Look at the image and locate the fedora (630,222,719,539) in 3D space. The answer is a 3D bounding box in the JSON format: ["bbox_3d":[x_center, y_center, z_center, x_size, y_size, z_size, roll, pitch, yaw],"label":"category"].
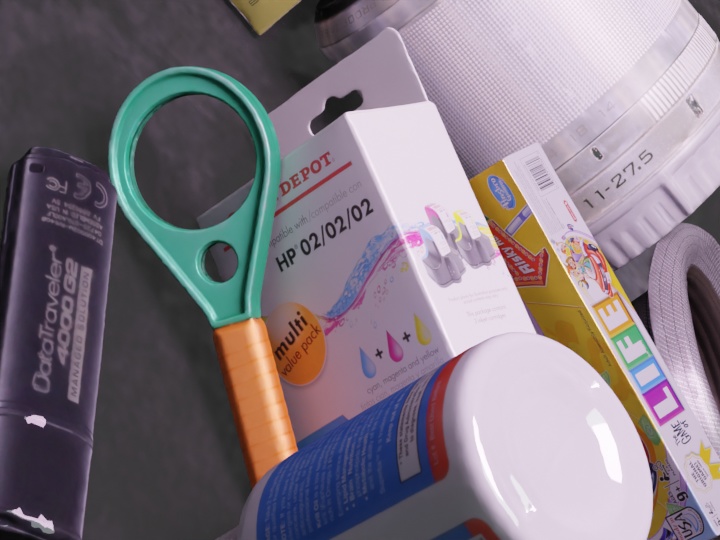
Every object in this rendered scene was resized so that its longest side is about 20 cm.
[{"bbox_3d":[0.154,0.075,1.453,0.177,0.090,0.200,62,18,-22],"label":"fedora"}]

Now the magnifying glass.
[{"bbox_3d":[-0.062,0.004,1.317,0.022,0.079,0.201,-3,77,-75],"label":"magnifying glass"}]

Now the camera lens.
[{"bbox_3d":[0.087,-0.109,1.467,0.200,0.160,0.160,49,40,-11],"label":"camera lens"}]

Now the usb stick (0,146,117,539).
[{"bbox_3d":[-0.137,0.036,1.242,0.055,0.033,0.201,23,51,-26],"label":"usb stick"}]

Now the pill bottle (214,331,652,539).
[{"bbox_3d":[0.018,0.114,1.218,0.112,0.200,0.113,25,50,-34],"label":"pill bottle"}]

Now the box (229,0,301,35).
[{"bbox_3d":[-0.022,-0.207,1.504,0.075,0.050,0.200,48,40,-10],"label":"box"}]

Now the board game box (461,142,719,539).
[{"bbox_3d":[0.080,0.058,1.372,0.034,0.134,0.200,-26,85,-50],"label":"board game box"}]

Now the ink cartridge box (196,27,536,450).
[{"bbox_3d":[0.000,0.000,1.341,0.068,0.115,0.201,-10,72,-49],"label":"ink cartridge box"}]
